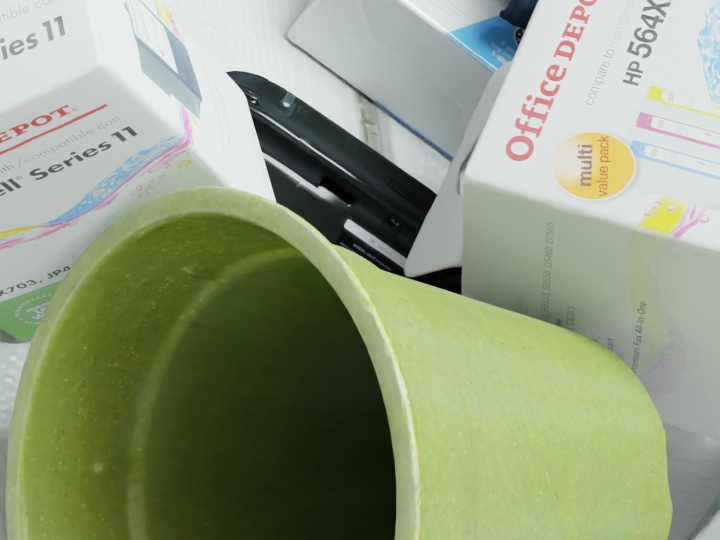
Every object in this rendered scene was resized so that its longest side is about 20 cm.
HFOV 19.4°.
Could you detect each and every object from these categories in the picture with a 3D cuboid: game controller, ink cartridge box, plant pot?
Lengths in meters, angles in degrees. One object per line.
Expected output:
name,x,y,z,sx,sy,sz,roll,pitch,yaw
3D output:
game controller,0.000,0.000,0.887,0.200,0.042,0.105,34,61,-9
ink cartridge box,-0.118,-0.052,0.714,0.200,0.117,0.068,45,26,-62
ink cartridge box,0.063,-0.155,0.999,0.116,0.067,0.200,36,52,-8
plant pot,0.010,0.077,0.748,0.190,0.200,0.201,4,57,-45
ink cartridge box,0.127,-0.026,0.829,0.199,0.125,0.129,17,57,12

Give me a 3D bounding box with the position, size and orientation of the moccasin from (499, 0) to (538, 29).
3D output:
moccasin,0.082,-0.126,0.913,0.200,0.081,0.068,41,55,13

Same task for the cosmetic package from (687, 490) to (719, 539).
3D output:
cosmetic package,0.237,0.146,0.883,0.200,0.052,0.151,39,32,9
